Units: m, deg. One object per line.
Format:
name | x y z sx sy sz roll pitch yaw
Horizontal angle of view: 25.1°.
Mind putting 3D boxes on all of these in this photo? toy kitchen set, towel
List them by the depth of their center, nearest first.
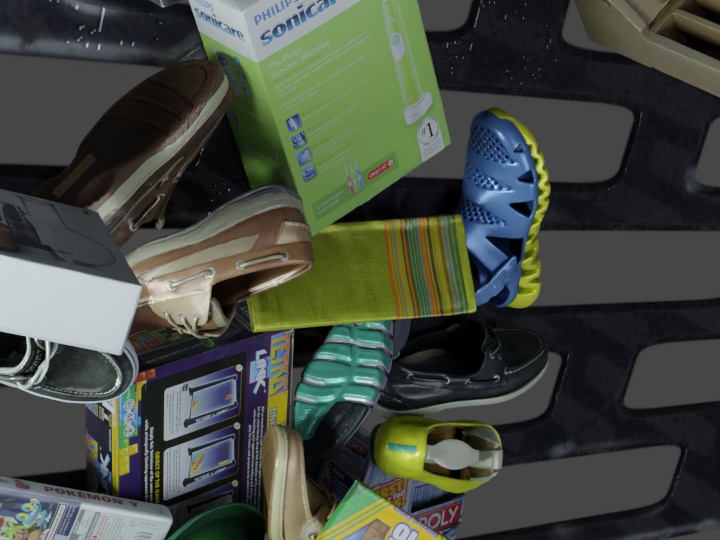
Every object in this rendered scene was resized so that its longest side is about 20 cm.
towel | 0.000 0.000 1.301 0.198 0.018 0.087 -4 73 -24
toy kitchen set | 0.273 -0.286 1.331 0.163 0.180 0.200 -47 139 -12

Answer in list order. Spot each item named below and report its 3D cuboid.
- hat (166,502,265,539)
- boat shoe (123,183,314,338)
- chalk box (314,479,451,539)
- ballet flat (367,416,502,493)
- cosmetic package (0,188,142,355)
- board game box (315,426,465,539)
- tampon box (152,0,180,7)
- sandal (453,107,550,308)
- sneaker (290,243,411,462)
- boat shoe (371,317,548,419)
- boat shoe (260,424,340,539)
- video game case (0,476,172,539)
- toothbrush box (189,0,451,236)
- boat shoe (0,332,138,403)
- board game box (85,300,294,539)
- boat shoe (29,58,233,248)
hat | -0.087 0.313 1.261 0.165 0.176 0.201 -7 127 -52
boat shoe | -0.123 0.012 1.180 0.199 0.072 0.076 -30 160 11
chalk box | 0.000 0.292 1.255 0.201 0.123 0.125 -53 155 -15
ballet flat | 0.086 0.163 1.427 0.199 0.067 0.068 13 78 -53
cosmetic package | -0.249 -0.015 1.007 0.198 0.151 0.052 13 103 -25
board game box | 0.023 0.224 1.477 0.199 0.062 0.202 -10 120 -37
tampon box | -0.091 -0.276 1.042 0.199 0.149 0.127 -25 127 -29
sandal | 0.112 -0.043 1.400 0.086 0.079 0.202 -21 123 -27
sneaker | 0.009 0.075 1.347 0.088 0.074 0.202 49 58 -54
boat shoe | 0.093 0.076 1.449 0.198 0.075 0.067 -9 131 -27
boat shoe | -0.044 0.199 1.309 0.064 0.072 0.201 -6 132 -4
video game case | -0.260 0.251 1.228 0.181 0.023 0.201 15 110 -30
toothbrush box | -0.028 -0.153 1.210 0.145 0.086 0.201 -35 132 -21
boat shoe | -0.240 0.053 1.116 0.199 0.071 0.073 23 101 -30
board game box | -0.137 0.137 1.293 0.164 0.057 0.202 -17 124 -36
boat shoe | -0.165 -0.064 1.154 0.202 0.075 0.075 -41 137 0
